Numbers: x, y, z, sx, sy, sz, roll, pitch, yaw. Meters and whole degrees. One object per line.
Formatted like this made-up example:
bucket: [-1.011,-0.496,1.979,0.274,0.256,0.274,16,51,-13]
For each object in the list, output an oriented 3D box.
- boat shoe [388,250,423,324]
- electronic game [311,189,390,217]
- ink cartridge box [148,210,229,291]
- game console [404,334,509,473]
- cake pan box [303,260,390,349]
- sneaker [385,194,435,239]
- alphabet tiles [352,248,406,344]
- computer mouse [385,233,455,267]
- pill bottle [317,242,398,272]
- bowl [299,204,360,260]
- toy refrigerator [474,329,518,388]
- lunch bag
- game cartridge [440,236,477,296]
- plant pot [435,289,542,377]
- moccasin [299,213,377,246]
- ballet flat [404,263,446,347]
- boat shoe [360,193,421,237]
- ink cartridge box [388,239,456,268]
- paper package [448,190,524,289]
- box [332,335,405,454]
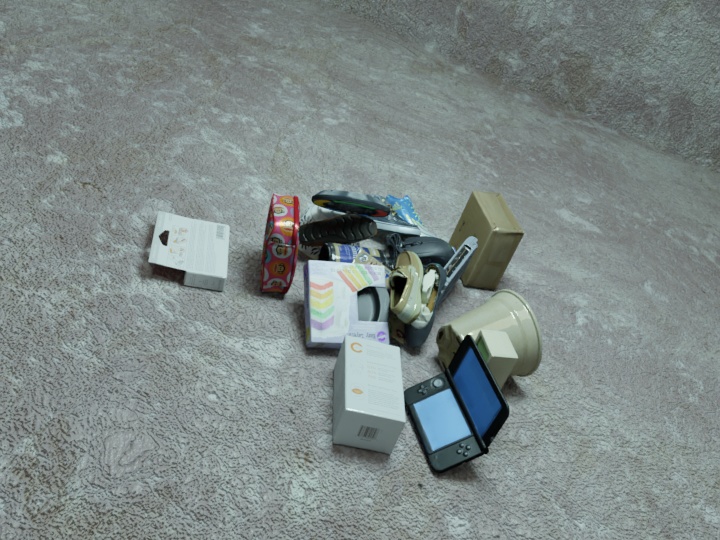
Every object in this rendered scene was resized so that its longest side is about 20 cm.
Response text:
boat shoe: [0.098,0.025,1.594,0.066,0.074,0.203,31,37,-27]
electronic game: [-0.023,-0.157,1.706,0.193,0.043,0.200,10,-4,1]
ink cartridge box: [-0.389,-0.047,1.609,0.171,0.045,0.203,11,36,-16]
game console: [0.182,0.260,1.389,0.171,0.118,0.203,-21,46,-2]
cake pan box: [-0.029,0.078,1.560,0.194,0.052,0.190,6,71,-21]
sneaker: [0.138,-0.145,1.960,0.196,0.107,0.076,25,16,6]
alphabet tiles: [0.041,0.072,1.623,0.198,0.008,0.169,36,62,-7]
computer mouse: [0.172,-0.053,1.849,0.194,0.054,0.140,7,37,-20]
pill bottle: [0.000,0.000,1.699,0.194,0.114,0.113,6,37,-20]
bowl: [-0.080,-0.116,1.825,0.195,0.096,0.203,14,36,-10]
toy refrigerator: [0.246,0.224,1.458,0.068,0.204,0.077,6,37,-19]
lunch bag: [-0.187,-0.068,1.613,0.079,0.204,0.179,6,37,-12]
game cartridge: [0.223,0.016,1.764,0.041,0.134,0.200,36,52,9]
plant pot: [0.277,0.164,1.584,0.179,0.204,0.202,-14,47,-26]
moccasin: [-0.053,-0.090,1.716,0.195,0.076,0.078,-13,-9,14]
ballet flat: [0.144,0.073,1.609,0.071,0.073,0.205,21,72,2]
boat shoe: [0.076,-0.151,1.911,0.194,0.094,0.071,12,-4,12]
ink cartridge box: [0.177,-0.030,1.899,0.194,0.040,0.101,6,38,-20]
paper package: [0.336,-0.084,1.913,0.100,0.204,0.193,6,37,-19]
box: [0.014,0.243,1.398,0.121,0.099,0.203,13,36,-11]
